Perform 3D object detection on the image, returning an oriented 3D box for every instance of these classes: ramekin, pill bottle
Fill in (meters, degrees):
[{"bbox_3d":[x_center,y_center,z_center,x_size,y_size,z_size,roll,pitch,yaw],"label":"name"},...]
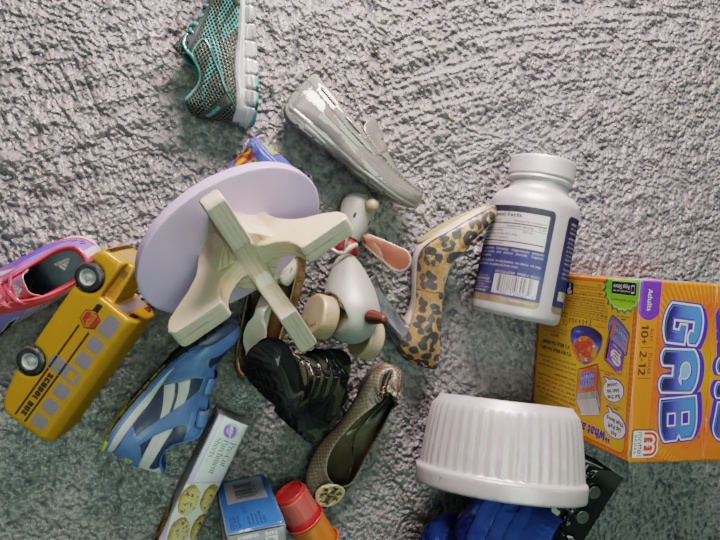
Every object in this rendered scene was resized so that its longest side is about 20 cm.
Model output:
[{"bbox_3d":[0.168,0.207,0.767,0.199,0.200,0.106,10,79,-16],"label":"ramekin"},{"bbox_3d":[0.211,-0.039,0.809,0.111,0.111,0.201,12,89,-16],"label":"pill bottle"}]

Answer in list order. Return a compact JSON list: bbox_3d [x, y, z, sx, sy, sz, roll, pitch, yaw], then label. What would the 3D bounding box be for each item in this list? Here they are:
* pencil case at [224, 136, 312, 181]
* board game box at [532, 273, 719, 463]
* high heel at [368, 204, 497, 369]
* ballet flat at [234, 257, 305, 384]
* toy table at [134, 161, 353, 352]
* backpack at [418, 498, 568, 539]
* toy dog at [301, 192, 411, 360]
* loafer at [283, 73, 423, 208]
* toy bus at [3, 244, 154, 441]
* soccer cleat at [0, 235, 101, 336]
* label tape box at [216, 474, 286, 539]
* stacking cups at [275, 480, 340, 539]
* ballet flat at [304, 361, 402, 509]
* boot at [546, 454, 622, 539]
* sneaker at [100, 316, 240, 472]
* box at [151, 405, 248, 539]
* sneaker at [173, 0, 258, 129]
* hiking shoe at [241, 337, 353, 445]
[{"bbox_3d":[-0.142,-0.049,0.701,0.200,0.087,0.078,-49,61,6],"label":"pencil case"},{"bbox_3d":[0.360,0.110,0.812,0.199,0.200,0.201,4,91,-16],"label":"board game box"},{"bbox_3d":[0.113,0.022,0.798,0.200,0.071,0.143,-35,95,4],"label":"high heel"},{"bbox_3d":[-0.107,0.034,0.736,0.068,0.072,0.201,15,88,1],"label":"ballet flat"},{"bbox_3d":[-0.110,-0.011,0.612,0.200,0.117,0.184,-44,127,-2],"label":"toy table"},{"bbox_3d":[0.149,0.360,0.773,0.167,0.162,0.201,27,88,23],"label":"backpack"},{"bbox_3d":[0.000,0.000,0.726,0.132,0.096,0.201,-2,80,-43],"label":"toy dog"},{"bbox_3d":[0.002,-0.150,0.764,0.200,0.070,0.070,38,90,-14],"label":"loafer"},{"bbox_3d":[-0.283,0.071,0.664,0.078,0.065,0.200,38,98,0],"label":"toy bus"},{"bbox_3d":[-0.363,0.026,0.663,0.200,0.073,0.068,-31,100,-13],"label":"soccer cleat"},{"bbox_3d":[-0.115,0.351,0.712,0.063,0.144,0.201,-6,94,-16],"label":"label tape box"},{"bbox_3d":[-0.042,0.341,0.772,0.060,0.060,0.201,-31,103,-13],"label":"stacking cups"},{"bbox_3d":[-0.004,0.204,0.777,0.067,0.046,0.200,31,90,-37],"label":"ballet flat"},{"bbox_3d":[0.298,0.360,0.880,0.165,0.066,0.200,33,79,-17],"label":"boot"},{"bbox_3d":[-0.195,0.137,0.719,0.082,0.074,0.200,42,90,-12],"label":"sneaker"},{"bbox_3d":[-0.191,0.257,0.740,0.041,0.039,0.201,27,85,-17],"label":"box"},{"bbox_3d":[-0.160,-0.260,0.713,0.091,0.078,0.201,-2,91,-12],"label":"sneaker"},{"bbox_3d":[-0.062,0.114,0.720,0.076,0.200,0.101,32,67,27],"label":"hiking shoe"}]
